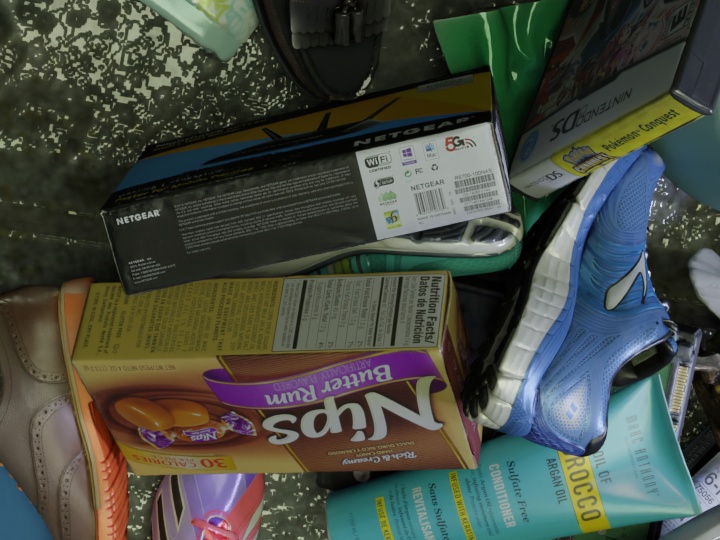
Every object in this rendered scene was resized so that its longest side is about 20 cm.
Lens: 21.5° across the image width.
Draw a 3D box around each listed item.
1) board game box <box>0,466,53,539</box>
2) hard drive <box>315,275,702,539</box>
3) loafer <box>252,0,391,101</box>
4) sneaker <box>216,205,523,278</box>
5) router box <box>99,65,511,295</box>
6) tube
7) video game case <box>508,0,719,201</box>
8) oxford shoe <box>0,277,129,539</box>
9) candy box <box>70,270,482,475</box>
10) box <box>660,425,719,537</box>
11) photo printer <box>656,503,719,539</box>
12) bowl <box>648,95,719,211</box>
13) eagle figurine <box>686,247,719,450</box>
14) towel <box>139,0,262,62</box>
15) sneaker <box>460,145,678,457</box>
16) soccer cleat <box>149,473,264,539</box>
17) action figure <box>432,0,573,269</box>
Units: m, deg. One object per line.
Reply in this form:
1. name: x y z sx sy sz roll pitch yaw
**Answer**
1. board game box: -0.257 0.163 1.064 0.158 0.039 0.201 21 77 -28
2. hard drive: 0.082 0.078 1.076 0.199 0.038 0.140 12 101 17
3. loafer: -0.019 -0.178 0.987 0.072 0.063 0.201 -17 116 -21
4. sneaker: 0.000 0.000 1.047 0.199 0.078 0.080 -10 113 25
5. router box: -0.023 -0.050 0.990 0.199 0.149 0.051 -12 105 7
6. tube: 0.081 0.122 1.042 0.199 0.050 0.078 -18 90 15
7. video game case: 0.151 -0.145 0.968 0.025 0.181 0.200 26 70 -15
8. oxford shoe: -0.172 0.105 1.067 0.073 0.071 0.201 -5 96 0
9. candy box: -0.040 0.058 1.019 0.199 0.057 0.117 -1 142 14
10. box: 0.249 0.199 1.181 0.137 0.040 0.200 -44 107 0
11. photo printer: 0.189 0.213 1.058 0.166 0.069 0.200 -29 140 -17
12. bowl: 0.248 -0.105 1.014 0.200 0.105 0.201 -2 110 -5
13. eagle figurine: 0.283 0.029 1.109 0.200 0.151 0.152 -25 91 6
14. towel: -0.099 -0.235 1.009 0.200 0.048 0.171 37 94 -17
15. sneaker: 0.125 0.016 1.006 0.089 0.079 0.200 31 58 -7
16. soccer cleat: -0.104 0.188 1.088 0.067 0.076 0.200 23 97 -15
17. action figure: 0.109 -0.055 1.088 0.118 0.055 0.201 -11 101 -11
